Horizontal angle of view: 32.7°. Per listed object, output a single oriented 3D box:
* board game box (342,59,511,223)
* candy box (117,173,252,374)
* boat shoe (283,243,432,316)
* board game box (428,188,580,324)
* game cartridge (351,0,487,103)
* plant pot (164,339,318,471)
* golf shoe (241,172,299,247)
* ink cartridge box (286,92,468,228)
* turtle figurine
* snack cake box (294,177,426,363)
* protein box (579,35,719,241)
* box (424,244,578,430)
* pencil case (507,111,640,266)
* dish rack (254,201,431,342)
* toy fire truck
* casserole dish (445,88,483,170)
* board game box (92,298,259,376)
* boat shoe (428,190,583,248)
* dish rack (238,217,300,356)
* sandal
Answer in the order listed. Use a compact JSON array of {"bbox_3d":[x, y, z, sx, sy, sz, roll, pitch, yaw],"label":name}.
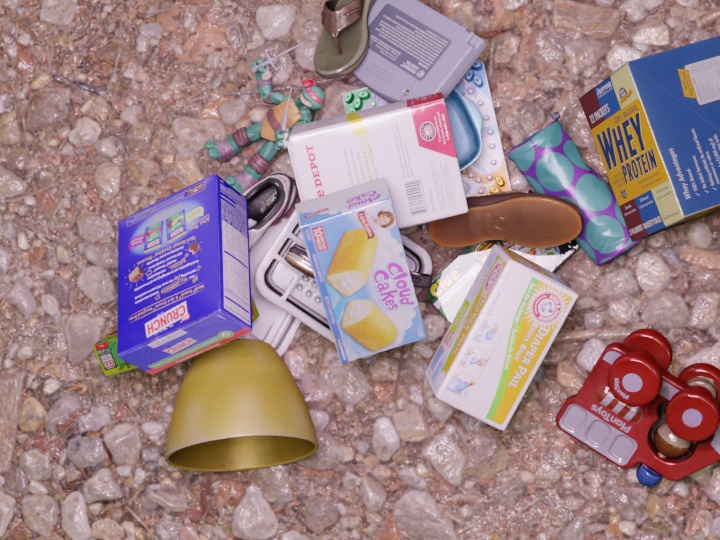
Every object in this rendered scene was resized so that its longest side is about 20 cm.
[{"bbox_3d":[0.089,-0.167,1.659,0.199,0.026,0.201,-13,86,9],"label":"board game box"},{"bbox_3d":[-0.222,0.006,1.538,0.168,0.077,0.201,-22,55,26],"label":"candy box"},{"bbox_3d":[0.000,0.000,1.577,0.199,0.072,0.065,21,88,-14],"label":"boat shoe"},{"bbox_3d":[0.187,-0.003,1.638,0.200,0.023,0.105,-42,83,5],"label":"board game box"},{"bbox_3d":[0.059,-0.288,1.621,0.200,0.041,0.133,40,95,38],"label":"game cartridge"},{"bbox_3d":[-0.160,0.173,1.616,0.199,0.200,0.143,-10,69,9],"label":"plant pot"},{"bbox_3d":[-0.166,-0.055,1.621,0.073,0.092,0.200,43,95,8],"label":"golf shoe"},{"bbox_3d":[0.022,-0.127,1.531,0.199,0.083,0.146,-12,106,4],"label":"ink cartridge box"},{"bbox_3d":[-0.113,-0.199,1.653,0.200,0.100,0.150,-43,45,18],"label":"turtle figurine"},{"bbox_3d":[0.002,0.002,1.494,0.114,0.067,0.201,-16,119,0],"label":"snack cake box"},{"bbox_3d":[0.414,-0.169,1.517,0.199,0.135,0.200,-18,84,-17],"label":"protein box"},{"bbox_3d":[0.177,0.083,1.571,0.101,0.113,0.201,27,97,-9],"label":"box"},{"bbox_3d":[0.283,-0.102,1.595,0.200,0.092,0.085,52,134,6],"label":"pencil case"},{"bbox_3d":[-0.024,0.001,1.636,0.199,0.044,0.172,34,90,-10],"label":"dish rack"},{"bbox_3d":[0.370,0.186,1.570,0.199,0.112,0.169,32,117,10],"label":"toy fire truck"},{"bbox_3d":[0.069,-0.164,1.630,0.199,0.039,0.122,-25,84,7],"label":"casserole dish"},{"bbox_3d":[-0.245,0.080,1.634,0.199,0.102,0.048,-16,104,25],"label":"board game box"},{"bbox_3d":[0.189,-0.071,1.580,0.199,0.070,0.071,1,114,19],"label":"boat shoe"},{"bbox_3d":[-0.144,0.005,1.682,0.171,0.044,0.201,29,91,10],"label":"dish rack"},{"bbox_3d":[-0.024,-0.345,1.640,0.079,0.057,0.202,0,67,32],"label":"sandal"}]
